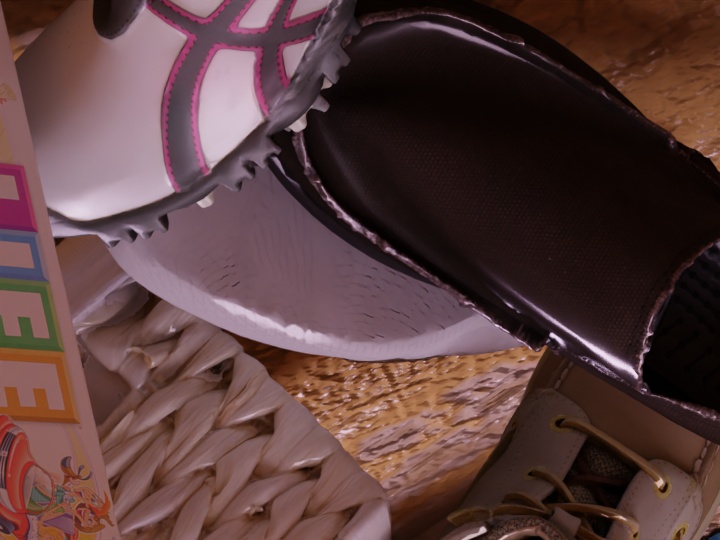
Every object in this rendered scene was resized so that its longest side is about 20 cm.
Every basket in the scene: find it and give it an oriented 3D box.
[{"bbox_3d":[-0.071,0.102,0.827,0.136,0.123,0.200,-45,162,-19],"label":"basket"}]

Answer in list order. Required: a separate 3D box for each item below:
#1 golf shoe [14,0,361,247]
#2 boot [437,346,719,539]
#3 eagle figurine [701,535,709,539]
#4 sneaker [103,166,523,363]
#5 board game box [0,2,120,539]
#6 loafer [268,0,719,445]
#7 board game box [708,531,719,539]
[{"bbox_3d":[-0.028,-0.080,0.625,0.200,0.077,0.088,-34,129,28],"label":"golf shoe"},{"bbox_3d":[0.061,0.075,0.823,0.200,0.072,0.155,-61,172,-4],"label":"boot"},{"bbox_3d":[0.103,0.137,1.053,0.200,0.152,0.151,-34,169,24],"label":"eagle figurine"},{"bbox_3d":[0.000,0.000,0.789,0.200,0.075,0.088,6,159,-39],"label":"sneaker"},{"bbox_3d":[-0.113,0.036,0.638,0.034,0.200,0.134,6,147,-37],"label":"board game box"},{"bbox_3d":[0.065,-0.010,0.712,0.200,0.073,0.071,28,-178,-15],"label":"loafer"},{"bbox_3d":[0.200,0.158,1.235,0.200,0.047,0.151,12,143,-44],"label":"board game box"}]
